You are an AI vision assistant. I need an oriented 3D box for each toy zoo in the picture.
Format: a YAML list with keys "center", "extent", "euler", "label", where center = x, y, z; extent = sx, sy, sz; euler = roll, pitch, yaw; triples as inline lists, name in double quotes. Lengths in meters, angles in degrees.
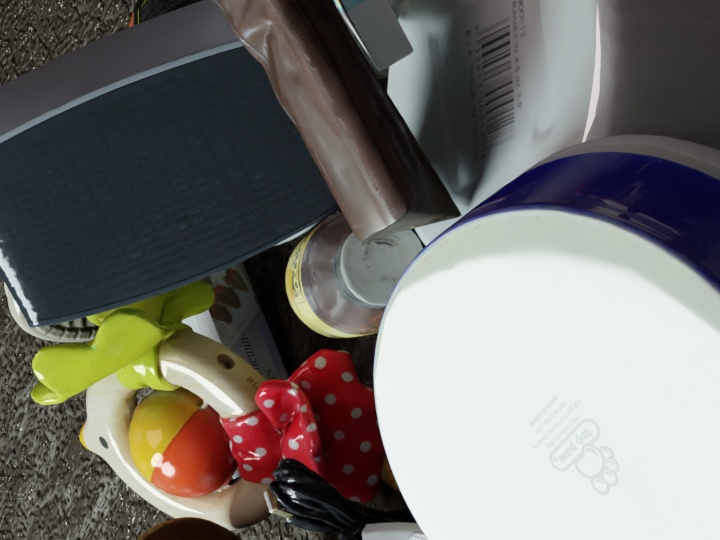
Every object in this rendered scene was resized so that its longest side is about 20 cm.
- center: [-0.028, -0.173, 0.965]
  extent: [0.131, 0.020, 0.200]
  euler: [60, -179, -29]
  label: "toy zoo"

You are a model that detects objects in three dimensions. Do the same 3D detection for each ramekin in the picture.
- center: [0.094, -0.081, 0.927]
  extent: [0.200, 0.097, 0.201]
  euler: [-13, 75, 60]
  label: "ramekin"

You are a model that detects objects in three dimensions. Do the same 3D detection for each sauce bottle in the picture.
- center: [0.000, 0.000, 1.048]
  extent: [0.200, 0.066, 0.066]
  euler: [147, 125, -81]
  label: "sauce bottle"

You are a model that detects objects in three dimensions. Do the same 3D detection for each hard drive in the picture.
- center: [-0.103, -0.052, 1.045]
  extent: [0.042, 0.199, 0.135]
  euler: [-99, -14, -62]
  label: "hard drive"

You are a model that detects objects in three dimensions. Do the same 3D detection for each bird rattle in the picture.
- center: [-0.081, 0.078, 1.151]
  extent: [0.113, 0.199, 0.163]
  euler: [-63, 1, -43]
  label: "bird rattle"

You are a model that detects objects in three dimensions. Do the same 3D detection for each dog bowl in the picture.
- center: [0.105, 0.054, 0.815]
  extent: [0.199, 0.079, 0.201]
  euler: [18, 123, 31]
  label: "dog bowl"

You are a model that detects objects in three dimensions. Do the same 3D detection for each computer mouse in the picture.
- center: [0.043, 0.139, 1.014]
  extent: [0.200, 0.110, 0.044]
  euler: [20, 78, 48]
  label: "computer mouse"

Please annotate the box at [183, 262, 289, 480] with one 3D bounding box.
- center: [-0.078, 0.045, 1.254]
  extent: [0.041, 0.039, 0.201]
  euler: [-57, 46, 42]
  label: "box"

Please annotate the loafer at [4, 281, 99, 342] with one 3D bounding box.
- center: [-0.134, -0.023, 1.224]
  extent: [0.068, 0.200, 0.076]
  euler: [26, 130, 36]
  label: "loafer"

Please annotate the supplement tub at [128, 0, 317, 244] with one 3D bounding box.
- center: [-0.070, -0.105, 1.158]
  extent: [0.200, 0.122, 0.123]
  euler: [-100, 27, -61]
  label: "supplement tub"

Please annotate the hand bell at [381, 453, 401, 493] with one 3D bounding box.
- center: [0.049, 0.086, 1.023]
  extent: [0.200, 0.104, 0.105]
  euler: [147, 122, -69]
  label: "hand bell"

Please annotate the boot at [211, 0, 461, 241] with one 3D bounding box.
- center: [-0.029, -0.099, 0.942]
  extent: [0.200, 0.064, 0.186]
  euler: [55, -176, -5]
  label: "boot"

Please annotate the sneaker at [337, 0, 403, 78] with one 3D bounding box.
- center: [0.046, -0.162, 1.055]
  extent: [0.200, 0.075, 0.081]
  euler: [-56, 50, 42]
  label: "sneaker"

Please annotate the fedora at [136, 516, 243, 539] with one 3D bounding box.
- center: [-0.050, 0.215, 1.096]
  extent: [0.082, 0.200, 0.201]
  euler: [-26, 61, 26]
  label: "fedora"
